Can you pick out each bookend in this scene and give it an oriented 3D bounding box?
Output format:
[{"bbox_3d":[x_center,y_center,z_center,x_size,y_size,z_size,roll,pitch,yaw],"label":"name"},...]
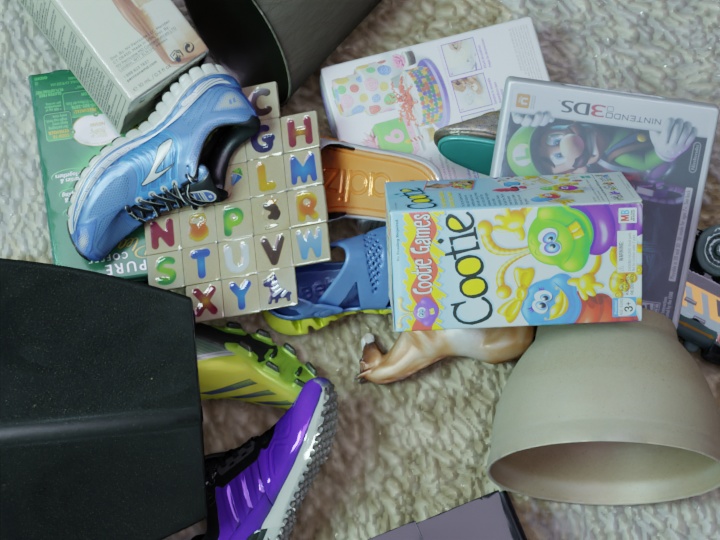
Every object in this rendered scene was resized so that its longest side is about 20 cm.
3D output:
[{"bbox_3d":[0.057,0.251,1.453,0.200,0.199,0.092,-21,80,-7],"label":"bookend"}]

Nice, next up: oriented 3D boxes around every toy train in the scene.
[{"bbox_3d":[0.301,0.014,1.569,0.200,0.085,0.114,26,89,2],"label":"toy train"}]

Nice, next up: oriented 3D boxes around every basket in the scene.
[{"bbox_3d":[-0.041,-0.269,1.568,0.136,0.180,0.200,38,69,25],"label":"basket"}]

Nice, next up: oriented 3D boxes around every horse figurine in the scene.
[{"bbox_3d":[0.098,0.038,1.569,0.200,0.050,0.133,3,73,1],"label":"horse figurine"}]

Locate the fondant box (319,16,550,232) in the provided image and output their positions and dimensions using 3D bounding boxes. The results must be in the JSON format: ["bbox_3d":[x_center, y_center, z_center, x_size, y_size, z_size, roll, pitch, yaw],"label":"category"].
[{"bbox_3d":[0.076,-0.131,1.592,0.200,0.058,0.144,-14,82,-6],"label":"fondant box"}]

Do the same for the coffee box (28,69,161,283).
[{"bbox_3d":[-0.223,-0.083,1.576,0.123,0.044,0.200,-10,80,-6],"label":"coffee box"}]

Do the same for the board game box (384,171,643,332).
[{"bbox_3d":[0.123,-0.016,1.445,0.200,0.105,0.103,-2,106,-1],"label":"board game box"}]

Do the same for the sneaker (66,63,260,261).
[{"bbox_3d":[-0.165,-0.080,1.497,0.200,0.079,0.089,-46,67,4],"label":"sneaker"}]

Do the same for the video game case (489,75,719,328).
[{"bbox_3d":[0.197,-0.055,1.502,0.182,0.023,0.200,7,106,-3],"label":"video game case"}]

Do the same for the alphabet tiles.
[{"bbox_3d":[-0.110,-0.059,1.519,0.166,0.006,0.200,-10,75,16],"label":"alphabet tiles"}]

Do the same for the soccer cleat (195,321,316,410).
[{"bbox_3d":[-0.130,0.088,1.552,0.200,0.065,0.084,21,111,-4],"label":"soccer cleat"}]

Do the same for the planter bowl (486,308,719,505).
[{"bbox_3d":[0.208,0.110,1.497,0.200,0.200,0.135,4,67,-2],"label":"planter bowl"}]

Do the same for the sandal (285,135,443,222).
[{"bbox_3d":[-0.027,-0.079,1.529,0.207,0.059,0.079,4,94,34],"label":"sandal"}]

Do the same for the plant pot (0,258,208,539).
[{"bbox_3d":[-0.216,0.117,1.432,0.177,0.200,0.200,-4,45,-7],"label":"plant pot"}]

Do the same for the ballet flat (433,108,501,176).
[{"bbox_3d":[0.162,-0.108,1.540,0.200,0.068,0.067,16,62,-7],"label":"ballet flat"}]

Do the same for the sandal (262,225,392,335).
[{"bbox_3d":[0.000,0.000,1.527,0.200,0.087,0.080,-20,67,7],"label":"sandal"}]

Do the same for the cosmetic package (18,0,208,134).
[{"bbox_3d":[-0.228,-0.230,1.525,0.087,0.103,0.200,-37,89,-18],"label":"cosmetic package"}]

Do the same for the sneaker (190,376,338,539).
[{"bbox_3d":[-0.093,0.173,1.510,0.099,0.070,0.200,25,96,10],"label":"sneaker"}]
